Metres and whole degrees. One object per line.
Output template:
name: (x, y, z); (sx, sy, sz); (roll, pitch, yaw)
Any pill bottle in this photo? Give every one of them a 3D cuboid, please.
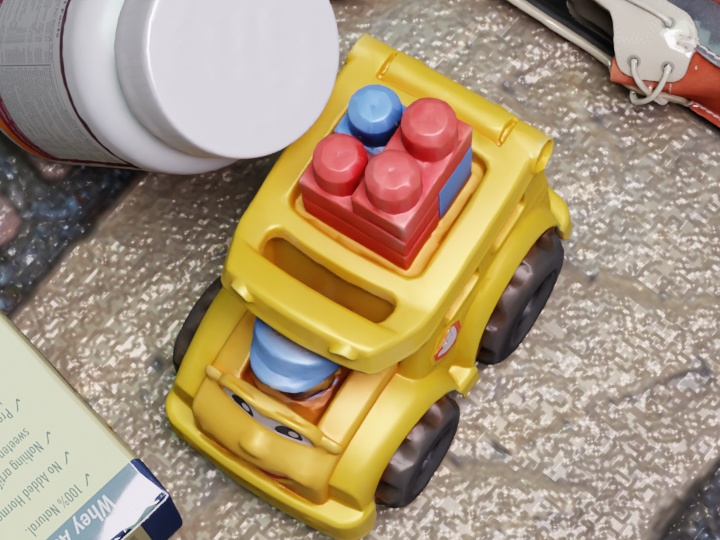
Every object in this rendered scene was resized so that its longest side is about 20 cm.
pill bottle: (-0.095, -0.099, 0.898); (0.109, 0.200, 0.110); (-3, 96, -30)

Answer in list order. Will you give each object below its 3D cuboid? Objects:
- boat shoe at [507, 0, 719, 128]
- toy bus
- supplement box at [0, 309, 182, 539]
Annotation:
boat shoe: (0.137, -0.114, 0.960); (0.063, 0.071, 0.200); (-38, 68, -21)
toy bus: (0.000, 0.000, 0.872); (0.136, 0.192, 0.200); (31, 78, 12)
supplement box: (-0.218, 0.100, 0.868); (0.200, 0.134, 0.200); (-43, 83, -10)
